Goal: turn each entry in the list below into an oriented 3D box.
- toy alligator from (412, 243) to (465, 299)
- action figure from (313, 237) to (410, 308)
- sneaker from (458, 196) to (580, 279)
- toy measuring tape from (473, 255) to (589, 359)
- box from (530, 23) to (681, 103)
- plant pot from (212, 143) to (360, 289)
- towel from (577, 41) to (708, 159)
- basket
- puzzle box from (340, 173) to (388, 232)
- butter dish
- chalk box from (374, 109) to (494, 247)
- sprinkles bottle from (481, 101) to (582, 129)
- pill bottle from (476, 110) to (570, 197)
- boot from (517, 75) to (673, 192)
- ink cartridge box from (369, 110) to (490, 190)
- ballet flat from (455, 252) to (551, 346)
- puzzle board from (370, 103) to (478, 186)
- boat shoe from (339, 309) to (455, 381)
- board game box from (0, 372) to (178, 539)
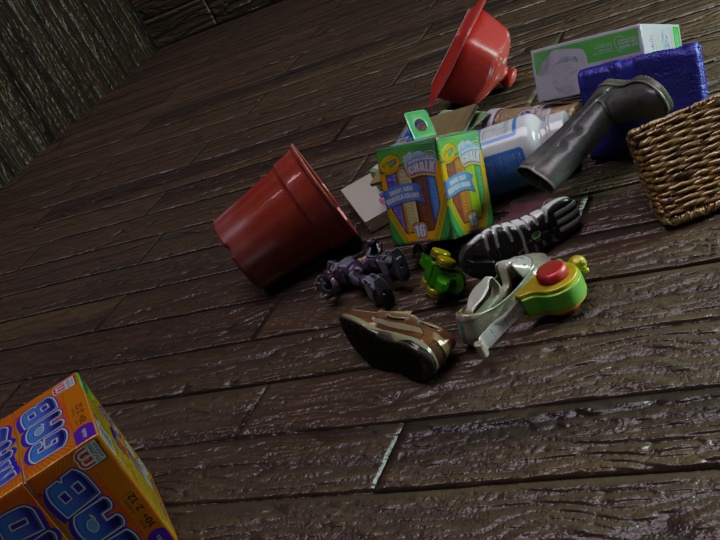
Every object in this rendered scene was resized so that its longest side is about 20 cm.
[{"bbox_3d":[0.121,-0.001,1.586,0.054,0.060,0.200,15,14,-12],"label":"toy alligator"},{"bbox_3d":[0.000,0.000,1.684,0.130,0.069,0.200,-44,26,-20],"label":"action figure"},{"bbox_3d":[0.216,-0.052,1.567,0.199,0.076,0.115,-24,18,-15],"label":"sneaker"},{"bbox_3d":[0.230,0.046,1.361,0.200,0.074,0.073,-41,28,-24],"label":"toy measuring tape"},{"bbox_3d":[0.417,-0.345,1.795,0.199,0.097,0.176,-6,6,39],"label":"box"},{"bbox_3d":[-0.137,-0.081,1.850,0.195,0.201,0.201,-36,25,3],"label":"plant pot"},{"bbox_3d":[0.442,-0.260,1.652,0.199,0.148,0.049,-9,0,36],"label":"towel"},{"bbox_3d":[0.485,-0.154,1.478,0.199,0.150,0.143,-23,-7,12],"label":"basket"},{"bbox_3d":[0.046,-0.141,1.946,0.133,0.025,0.200,-29,25,-1],"label":"puzzle box"},{"bbox_3d":[0.242,-0.413,2.129,0.200,0.147,0.200,-61,3,40],"label":"butter dish"},{"bbox_3d":[0.113,-0.150,1.655,0.124,0.201,0.125,-5,10,40],"label":"chalk box"},{"bbox_3d":[0.303,-0.252,1.839,0.200,0.068,0.068,3,40,48],"label":"sprinkles bottle"},{"bbox_3d":[0.247,-0.187,1.725,0.199,0.113,0.112,-16,28,24],"label":"pill bottle"},{"bbox_3d":[0.341,-0.198,1.570,0.200,0.073,0.182,-40,16,-11],"label":"boot"},{"bbox_3d":[0.131,-0.212,1.907,0.200,0.048,0.145,-39,28,-22],"label":"ink cartridge box"},{"bbox_3d":[0.196,0.022,1.444,0.067,0.063,0.200,0,37,45],"label":"ballet flat"},{"bbox_3d":[0.114,-0.217,1.865,0.150,0.017,0.200,-12,32,34],"label":"puzzle board"},{"bbox_3d":[0.053,0.093,1.461,0.074,0.076,0.200,-35,34,-26],"label":"boat shoe"},{"bbox_3d":[-0.382,0.295,1.365,0.199,0.200,0.200,-34,26,-9],"label":"board game box"}]
